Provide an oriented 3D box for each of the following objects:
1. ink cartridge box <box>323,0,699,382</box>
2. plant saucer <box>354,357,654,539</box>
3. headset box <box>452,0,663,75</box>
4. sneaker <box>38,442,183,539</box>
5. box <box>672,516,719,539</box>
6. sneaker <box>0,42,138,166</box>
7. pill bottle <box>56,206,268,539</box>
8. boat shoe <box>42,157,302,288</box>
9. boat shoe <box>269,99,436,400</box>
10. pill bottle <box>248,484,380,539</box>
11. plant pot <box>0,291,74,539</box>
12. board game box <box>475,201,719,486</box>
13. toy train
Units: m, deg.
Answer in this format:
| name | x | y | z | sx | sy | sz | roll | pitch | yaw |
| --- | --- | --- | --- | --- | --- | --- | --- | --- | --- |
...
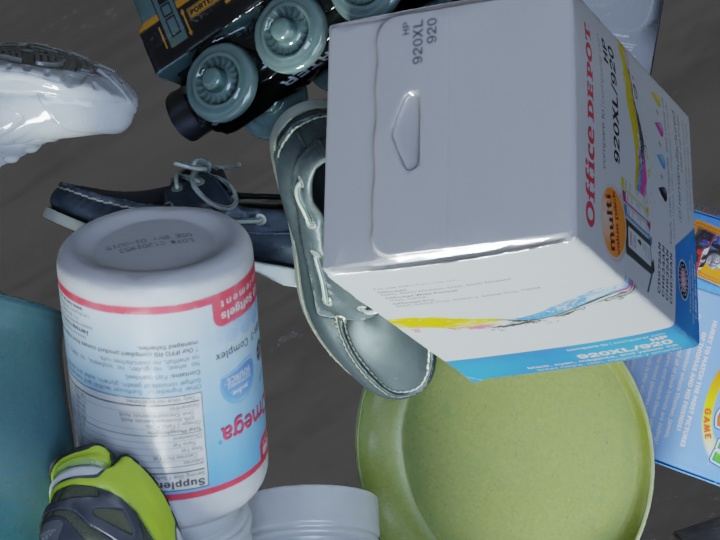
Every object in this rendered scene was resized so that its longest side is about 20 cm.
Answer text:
| name | x | y | z | sx | sy | sz | roll | pitch | yaw |
| --- | --- | --- | --- | --- | --- | --- | --- | --- | --- |
| ink cartridge box | 0.085 | -0.043 | 1.443 | 0.145 | 0.200 | 0.147 | -9 | 69 | 24 |
| plant saucer | 0.089 | 0.107 | 1.565 | 0.200 | 0.031 | 0.200 | 3 | 95 | 31 |
| headset box | 0.104 | -0.202 | 1.536 | 0.149 | 0.077 | 0.200 | 7 | 98 | -8 |
| sneaker | -0.114 | 0.193 | 1.447 | 0.074 | 0.081 | 0.200 | -25 | 114 | 34 |
| box | 0.297 | 0.236 | 1.647 | 0.158 | 0.048 | 0.200 | -17 | 101 | -2 |
| sneaker | -0.227 | -0.080 | 1.527 | 0.200 | 0.078 | 0.099 | 2 | 106 | 2 |
| pill bottle | -0.108 | 0.073 | 1.487 | 0.109 | 0.109 | 0.200 | -6 | 116 | -5 |
| boat shoe | -0.083 | -0.033 | 1.544 | 0.200 | 0.075 | 0.062 | 11 | 100 | -10 |
| boat shoe | 0.000 | 0.000 | 1.507 | 0.073 | 0.062 | 0.200 | -23 | 120 | -6 |
| pill bottle | -0.028 | 0.232 | 1.552 | 0.112 | 0.112 | 0.200 | 1 | 72 | -7 |
| plant pot | -0.248 | 0.102 | 1.495 | 0.200 | 0.200 | 0.188 | 11 | 84 | -8 |
| board game box | 0.177 | 0.034 | 1.547 | 0.200 | 0.037 | 0.151 | 19 | 101 | 29 |
| toy train | -0.038 | -0.156 | 1.490 | 0.200 | 0.085 | 0.114 | -32 | 69 | 22 |
